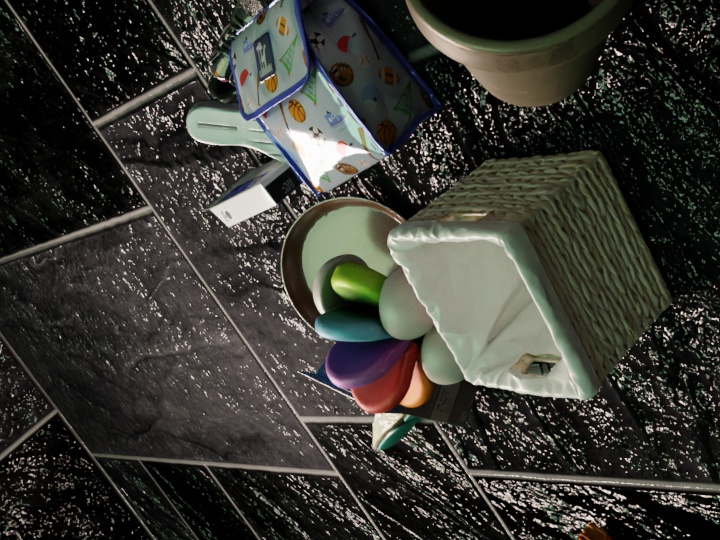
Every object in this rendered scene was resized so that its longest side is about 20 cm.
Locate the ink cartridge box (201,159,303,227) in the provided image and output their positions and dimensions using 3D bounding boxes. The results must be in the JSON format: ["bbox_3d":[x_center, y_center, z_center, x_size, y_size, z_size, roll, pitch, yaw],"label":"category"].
[{"bbox_3d":[-0.123,-0.107,1.817,0.039,0.099,0.200,53,154,-12],"label":"ink cartridge box"}]

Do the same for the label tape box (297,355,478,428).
[{"bbox_3d":[0.038,0.136,1.796,0.143,0.064,0.199,22,-179,34],"label":"label tape box"}]

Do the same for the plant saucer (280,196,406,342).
[{"bbox_3d":[0.000,0.000,1.750,0.198,0.032,0.202,8,115,17],"label":"plant saucer"}]

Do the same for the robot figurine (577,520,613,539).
[{"bbox_3d":[0.331,0.417,1.850,0.144,0.058,0.201,30,147,36],"label":"robot figurine"}]

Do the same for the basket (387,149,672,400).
[{"bbox_3d":[0.170,-0.001,1.433,0.198,0.161,0.201,2,128,56],"label":"basket"}]

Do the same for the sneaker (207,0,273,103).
[{"bbox_3d":[-0.132,-0.255,1.648,0.080,0.086,0.200,41,153,14],"label":"sneaker"}]

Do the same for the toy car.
[{"bbox_3d":[0.023,0.081,1.634,0.174,0.151,0.200,12,151,48],"label":"toy car"}]

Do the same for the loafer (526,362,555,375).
[{"bbox_3d":[0.169,0.093,1.668,0.199,0.063,0.072,13,137,50],"label":"loafer"}]

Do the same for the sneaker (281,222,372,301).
[{"bbox_3d":[-0.040,-0.006,1.829,0.070,0.090,0.200,50,153,-2],"label":"sneaker"}]

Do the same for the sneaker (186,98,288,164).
[{"bbox_3d":[-0.110,-0.180,1.731,0.198,0.071,0.074,14,121,15],"label":"sneaker"}]

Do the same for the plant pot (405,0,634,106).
[{"bbox_3d":[0.140,-0.225,1.185,0.200,0.201,0.175,36,168,24],"label":"plant pot"}]

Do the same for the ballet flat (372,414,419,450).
[{"bbox_3d":[0.057,0.186,1.982,0.063,0.067,0.200,59,149,15],"label":"ballet flat"}]

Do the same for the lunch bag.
[{"bbox_3d":[-0.044,-0.200,1.535,0.201,0.124,0.170,52,147,-10],"label":"lunch bag"}]
